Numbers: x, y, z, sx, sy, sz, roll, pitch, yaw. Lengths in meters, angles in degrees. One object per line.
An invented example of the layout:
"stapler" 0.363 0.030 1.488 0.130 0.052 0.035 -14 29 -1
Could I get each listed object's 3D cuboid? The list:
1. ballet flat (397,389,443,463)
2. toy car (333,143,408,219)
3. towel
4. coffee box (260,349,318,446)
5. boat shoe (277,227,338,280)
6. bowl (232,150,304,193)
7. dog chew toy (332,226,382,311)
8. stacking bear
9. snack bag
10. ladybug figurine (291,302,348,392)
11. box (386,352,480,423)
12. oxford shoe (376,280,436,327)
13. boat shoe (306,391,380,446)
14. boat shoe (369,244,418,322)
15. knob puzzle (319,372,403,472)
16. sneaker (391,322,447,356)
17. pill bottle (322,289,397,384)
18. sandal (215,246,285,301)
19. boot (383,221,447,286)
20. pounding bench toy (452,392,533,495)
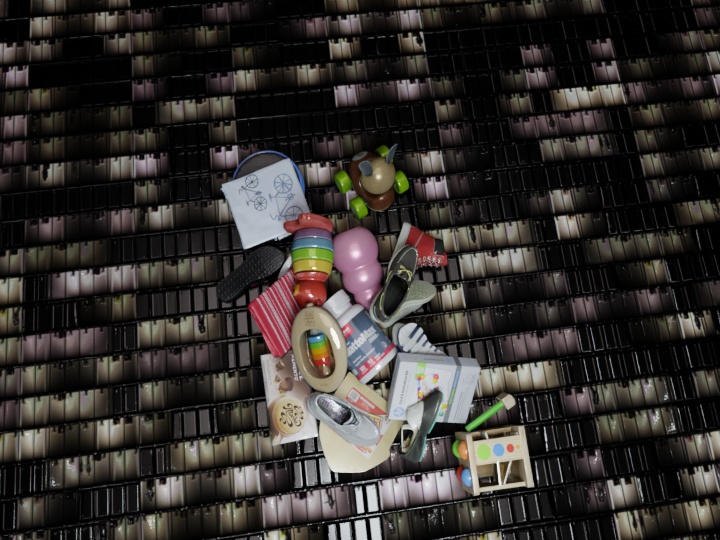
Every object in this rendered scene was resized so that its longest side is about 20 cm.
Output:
"ballet flat" 0.131 0.356 1.259 0.066 0.068 0.206 13 113 -4
"toy car" 0.032 -0.249 1.375 0.161 0.200 0.161 -31 80 -10
"towel" -0.167 0.088 1.306 0.199 0.022 0.148 -42 112 -41
"coffee box" -0.166 0.293 1.299 0.108 0.080 0.208 -9 77 -5
"boat shoe" -0.127 -0.039 1.391 0.065 0.070 0.202 36 70 7
"bowl" -0.241 -0.214 1.437 0.192 0.039 0.209 1 77 -2
"dog chew toy" 0.000 0.000 1.360 0.120 0.124 0.207 -19 94 -7
"stacking bear" -0.116 -0.012 1.291 0.111 0.120 0.209 9 75 -35
"snack bag" -0.234 -0.164 1.394 0.194 0.021 0.194 -22 78 -8
"ladybug figurine" -0.087 0.169 1.245 0.131 0.072 0.208 -5 102 20
"box" 0.167 0.274 1.284 0.192 0.041 0.161 6 113 -9
"oxford shoe" 0.107 0.081 1.366 0.196 0.059 0.075 -25 48 -31
"boat shoe" -0.030 0.334 1.248 0.198 0.068 0.073 39 66 -10
"boat shoe" 0.090 0.028 1.283 0.071 0.060 0.206 33 70 -18
"knob puzzle" -0.014 0.380 1.304 0.210 0.031 0.229 3 73 -8
"sneaker" 0.138 0.193 1.341 0.080 0.115 0.201 -41 111 -10
"pill bottle" -0.014 0.154 1.317 0.119 0.120 0.201 -39 83 -11
"sandal" -0.274 0.008 1.386 0.196 0.045 0.077 -33 74 5
"boot" 0.142 -0.014 1.376 0.140 0.073 0.204 24 59 0
"pounding bench toy" 0.289 0.393 1.275 0.149 0.125 0.208 -5 77 -4
